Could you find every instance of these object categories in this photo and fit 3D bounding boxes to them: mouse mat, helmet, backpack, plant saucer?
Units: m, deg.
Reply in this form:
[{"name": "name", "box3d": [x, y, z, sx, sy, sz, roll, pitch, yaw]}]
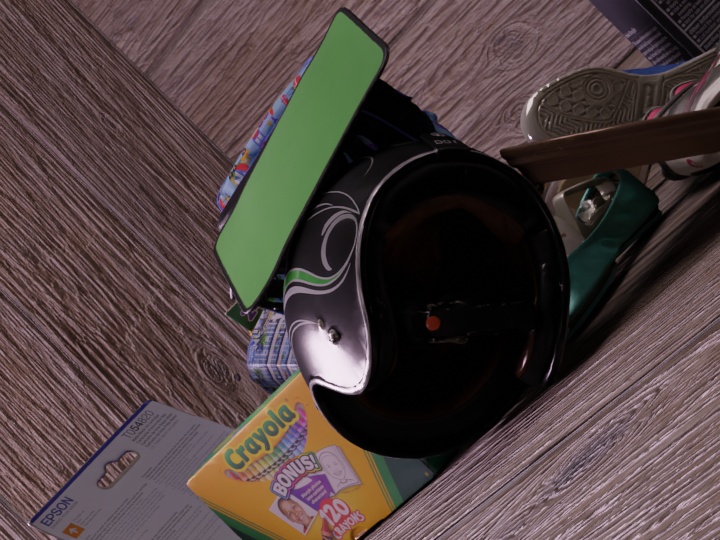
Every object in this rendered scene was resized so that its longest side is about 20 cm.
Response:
[{"name": "mouse mat", "box3d": [-0.043, -0.077, 1.450, 0.201, 0.007, 0.161, -62, 19, 10]}, {"name": "helmet", "box3d": [0.039, 0.018, 1.411, 0.200, 0.200, 0.191, -46, 3, -20]}, {"name": "backpack", "box3d": [0.016, -0.038, 1.562, 0.183, 0.199, 0.135, -58, 24, 20]}, {"name": "plant saucer", "box3d": [0.189, -0.083, 1.379, 0.198, 0.030, 0.200, -9, 1, 0]}]

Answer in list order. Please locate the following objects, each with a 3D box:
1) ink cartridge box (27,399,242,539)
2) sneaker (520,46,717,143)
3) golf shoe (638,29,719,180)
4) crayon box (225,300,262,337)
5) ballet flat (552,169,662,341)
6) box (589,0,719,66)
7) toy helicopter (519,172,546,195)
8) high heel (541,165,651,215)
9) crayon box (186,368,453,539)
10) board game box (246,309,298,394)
[{"name": "ink cartridge box", "box3d": [-0.131, 0.195, 1.712, 0.200, 0.199, 0.041, -47, -31, -51]}, {"name": "sneaker", "box3d": [0.207, -0.115, 1.633, 0.199, 0.077, 0.111, -17, -11, -15]}, {"name": "golf shoe", "box3d": [0.288, -0.144, 1.544, 0.200, 0.077, 0.088, -52, 18, -7]}, {"name": "crayon box", "box3d": [-0.008, 0.056, 1.929, 0.126, 0.200, 0.052, -46, 37, 9]}, {"name": "ballet flat", "box3d": [0.155, -0.018, 1.544, 0.067, 0.070, 0.200, -44, 3, 39]}, {"name": "box", "box3d": [0.299, -0.266, 1.769, 0.200, 0.198, 0.123, -45, 2, -4]}, {"name": "toy helicopter", "box3d": [0.223, -0.107, 2.029, 0.132, 0.079, 0.200, -44, -1, 36]}, {"name": "high heel", "box3d": [0.197, -0.076, 1.854, 0.200, 0.071, 0.143, -55, 4, 25]}, {"name": "crayon box", "box3d": [-0.027, 0.136, 1.564, 0.200, 0.119, 0.058, -45, 1, 43]}, {"name": "board game box", "box3d": [0.000, 0.000, 1.709, 0.199, 0.062, 0.201, -6, 53, 58]}]
